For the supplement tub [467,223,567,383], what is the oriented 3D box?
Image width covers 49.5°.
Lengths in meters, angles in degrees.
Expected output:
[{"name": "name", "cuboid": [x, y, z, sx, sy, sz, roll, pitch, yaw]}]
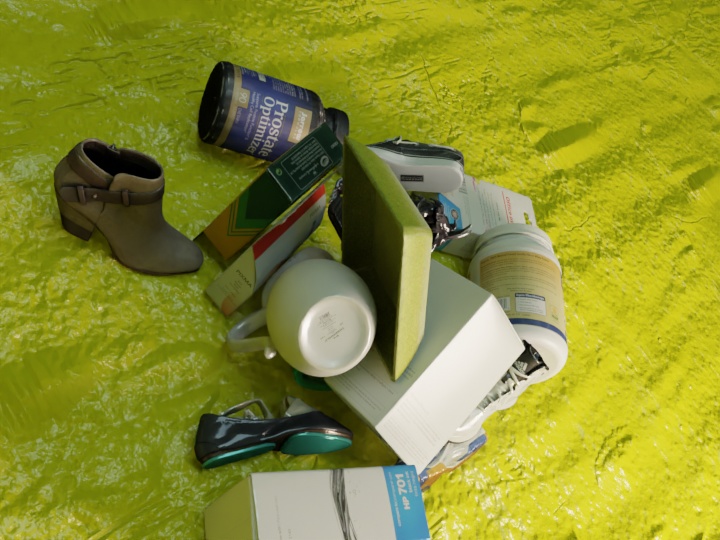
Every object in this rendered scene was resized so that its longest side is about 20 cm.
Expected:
[{"name": "supplement tub", "cuboid": [0.227, 0.048, 1.148, 0.142, 0.144, 0.204, 21, 52, -21]}]

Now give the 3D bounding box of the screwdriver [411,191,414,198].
[{"name": "screwdriver", "cuboid": [0.077, -0.046, 1.193, 0.029, 0.027, 0.203, 52, 32, -36]}]

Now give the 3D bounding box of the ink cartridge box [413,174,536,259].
[{"name": "ink cartridge box", "cuboid": [0.187, -0.081, 1.253, 0.196, 0.068, 0.118, 15, 54, -26]}]

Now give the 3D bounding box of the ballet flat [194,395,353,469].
[{"name": "ballet flat", "cuboid": [-0.097, 0.179, 0.898, 0.196, 0.073, 0.075, 0, 62, -31]}]

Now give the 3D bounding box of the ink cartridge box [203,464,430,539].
[{"name": "ink cartridge box", "cuboid": [-0.049, 0.268, 0.820, 0.196, 0.146, 0.088, 7, 59, -30]}]

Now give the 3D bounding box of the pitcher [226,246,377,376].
[{"name": "pitcher", "cuboid": [-0.072, 0.058, 0.887, 0.170, 0.200, 0.122, -36, 110, -6]}]

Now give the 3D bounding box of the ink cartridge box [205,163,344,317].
[{"name": "ink cartridge box", "cuboid": [-0.087, -0.040, 0.950, 0.050, 0.199, 0.162, 49, 47, -8]}]

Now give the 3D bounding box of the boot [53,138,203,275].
[{"name": "boot", "cuboid": [-0.253, -0.071, 0.894, 0.196, 0.146, 0.072, 16, 51, -25]}]

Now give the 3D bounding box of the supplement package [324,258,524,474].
[{"name": "supplement package", "cuboid": [0.077, 0.110, 0.927, 0.200, 0.116, 0.118, -47, 129, -9]}]

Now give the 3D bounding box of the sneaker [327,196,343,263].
[{"name": "sneaker", "cuboid": [0.000, 0.000, 1.044, 0.202, 0.087, 0.074, 57, 35, -15]}]

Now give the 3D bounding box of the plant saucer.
[{"name": "plant saucer", "cuboid": [0.029, -0.019, 0.870, 0.047, 0.204, 0.201, -9, 39, -15]}]

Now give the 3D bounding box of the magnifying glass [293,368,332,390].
[{"name": "magnifying glass", "cuboid": [0.001, 0.138, 0.994, 0.197, 0.079, 0.023, 22, 46, -34]}]

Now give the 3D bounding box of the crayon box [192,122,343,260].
[{"name": "crayon box", "cuboid": [-0.114, -0.089, 0.970, 0.052, 0.199, 0.126, 50, 47, -7]}]

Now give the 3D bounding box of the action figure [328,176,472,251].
[{"name": "action figure", "cuboid": [0.056, -0.068, 1.114, 0.197, 0.104, 0.119, 25, 1, 13]}]

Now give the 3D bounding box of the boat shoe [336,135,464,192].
[{"name": "boat shoe", "cuboid": [0.061, -0.169, 1.185, 0.194, 0.075, 0.069, 3, 48, 8]}]

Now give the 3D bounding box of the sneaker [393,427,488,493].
[{"name": "sneaker", "cuboid": [0.076, 0.227, 0.993, 0.198, 0.076, 0.089, -18, 62, -48]}]

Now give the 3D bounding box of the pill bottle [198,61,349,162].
[{"name": "pill bottle", "cuboid": [-0.119, -0.210, 1.096, 0.196, 0.112, 0.114, 12, 55, -27]}]

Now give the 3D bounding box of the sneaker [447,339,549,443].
[{"name": "sneaker", "cuboid": [0.167, 0.140, 0.999, 0.198, 0.116, 0.076, -19, 61, -47]}]
